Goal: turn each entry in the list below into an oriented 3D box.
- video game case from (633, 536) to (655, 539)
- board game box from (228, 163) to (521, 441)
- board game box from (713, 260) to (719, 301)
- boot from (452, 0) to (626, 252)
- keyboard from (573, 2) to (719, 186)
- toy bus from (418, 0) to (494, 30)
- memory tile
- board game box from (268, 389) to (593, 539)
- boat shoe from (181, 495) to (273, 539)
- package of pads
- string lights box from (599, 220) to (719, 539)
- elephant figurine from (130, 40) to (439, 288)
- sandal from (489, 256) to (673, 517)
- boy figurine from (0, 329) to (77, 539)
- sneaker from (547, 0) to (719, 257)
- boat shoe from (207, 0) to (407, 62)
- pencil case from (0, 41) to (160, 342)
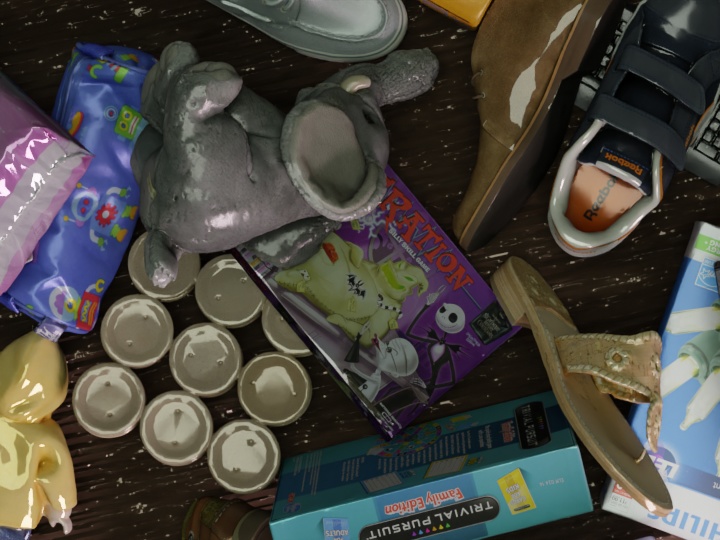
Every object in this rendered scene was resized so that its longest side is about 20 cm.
[{"bbox_3d":[0.105,0.229,1.452,0.199,0.181,0.046,-15,91,4],"label":"video game case"},{"bbox_3d":[0.000,0.000,1.513,0.120,0.032,0.200,-39,86,-16],"label":"board game box"},{"bbox_3d":[0.286,0.082,1.384,0.096,0.159,0.202,-10,88,4],"label":"board game box"},{"bbox_3d":[0.101,-0.110,1.503,0.075,0.074,0.201,28,99,15],"label":"boot"},{"bbox_3d":[0.195,-0.156,1.519,0.199,0.021,0.128,30,93,2],"label":"keyboard"},{"bbox_3d":[0.099,-0.262,1.493,0.065,0.078,0.201,29,93,4],"label":"toy bus"},{"bbox_3d":[-0.096,0.038,1.525,0.152,0.017,0.201,21,80,3],"label":"memory tile"},{"bbox_3d":[0.045,0.139,1.467,0.199,0.151,0.047,-14,100,4],"label":"board game box"},{"bbox_3d":[-0.095,0.251,1.530,0.068,0.072,0.202,14,98,30],"label":"boat shoe"},{"bbox_3d":[-0.273,-0.082,1.481,0.200,0.076,0.121,40,95,36],"label":"package of pads"},{"bbox_3d":[0.239,0.078,1.501,0.102,0.059,0.201,19,92,4],"label":"string lights box"},{"bbox_3d":[-0.040,-0.071,1.452,0.199,0.142,0.156,9,107,-20],"label":"elephant figurine"},{"bbox_3d":[0.159,0.055,1.454,0.070,0.077,0.212,-45,52,19],"label":"sandal"},{"bbox_3d":[-0.250,0.134,1.533,0.123,0.064,0.201,13,91,4],"label":"boy figurine"},{"bbox_3d":[0.185,-0.097,1.479,0.078,0.079,0.201,24,100,5],"label":"sneaker"},{"bbox_3d":[-0.064,-0.194,1.508,0.200,0.072,0.070,23,93,3],"label":"boat shoe"},{"bbox_3d":[-0.187,-0.055,1.514,0.078,0.087,0.201,22,92,39],"label":"pencil case"}]
